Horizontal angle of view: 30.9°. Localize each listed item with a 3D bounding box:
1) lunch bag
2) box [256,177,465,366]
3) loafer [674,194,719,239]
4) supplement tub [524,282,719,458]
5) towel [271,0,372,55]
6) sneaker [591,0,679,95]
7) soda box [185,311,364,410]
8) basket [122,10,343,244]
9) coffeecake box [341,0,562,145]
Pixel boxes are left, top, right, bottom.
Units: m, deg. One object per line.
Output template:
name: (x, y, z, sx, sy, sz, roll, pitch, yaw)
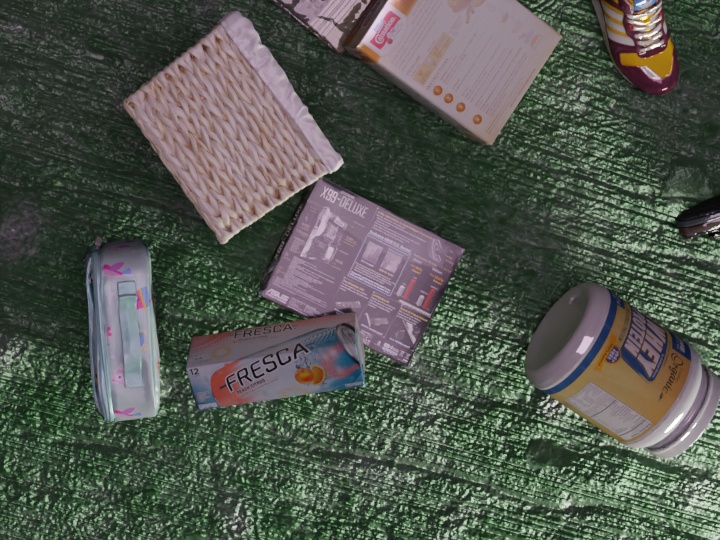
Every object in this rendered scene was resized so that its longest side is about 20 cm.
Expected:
lunch bag: (-0.265, 0.062, 1.445, 0.077, 0.160, 0.201, -5, 98, -9)
box: (0.000, 0.000, 1.537, 0.200, 0.050, 0.158, 25, 91, -11)
loafer: (0.486, -0.070, 1.601, 0.200, 0.072, 0.063, -21, 105, -8)
supplement tub: (0.313, 0.121, 1.553, 0.200, 0.145, 0.145, 33, 90, -11)
towel: (-0.036, -0.382, 1.504, 0.192, 0.035, 0.200, 40, 87, -14)
sneaker: (0.326, -0.298, 1.537, 0.075, 0.090, 0.200, -31, 100, -5)
soda box: (-0.097, 0.104, 1.495, 0.199, 0.068, 0.064, -10, 120, 5)
basket: (-0.143, -0.158, 1.424, 0.161, 0.198, 0.200, -35, 101, -2)
coffeecake box: (0.105, -0.265, 1.502, 0.200, 0.073, 0.154, 33, 90, -19)
